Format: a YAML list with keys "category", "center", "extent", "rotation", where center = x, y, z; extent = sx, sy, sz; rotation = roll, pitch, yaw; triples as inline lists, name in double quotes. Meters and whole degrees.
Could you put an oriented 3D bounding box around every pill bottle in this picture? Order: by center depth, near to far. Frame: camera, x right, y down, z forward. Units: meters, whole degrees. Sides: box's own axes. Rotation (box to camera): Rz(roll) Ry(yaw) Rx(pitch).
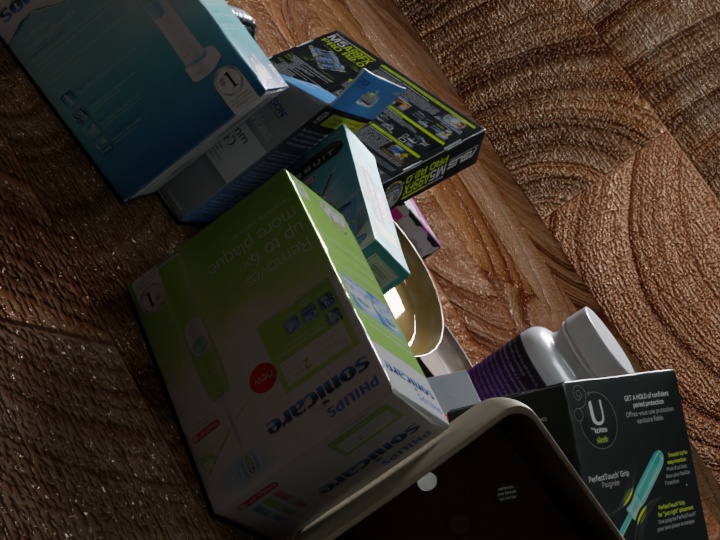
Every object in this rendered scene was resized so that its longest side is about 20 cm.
- category: "pill bottle"
  center: [0.161, 0.125, 1.479]
  extent: [0.111, 0.200, 0.111]
  rotation: [49, 14, -17]

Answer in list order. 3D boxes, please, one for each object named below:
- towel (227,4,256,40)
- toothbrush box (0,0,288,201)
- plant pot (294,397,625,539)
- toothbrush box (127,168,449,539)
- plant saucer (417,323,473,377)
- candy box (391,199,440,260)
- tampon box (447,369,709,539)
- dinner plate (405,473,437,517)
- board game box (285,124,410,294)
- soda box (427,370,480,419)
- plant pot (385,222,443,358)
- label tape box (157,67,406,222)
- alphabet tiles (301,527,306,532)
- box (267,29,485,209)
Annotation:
- category: "towel"
  center: [-0.192, -0.235, 1.335]
  extent: [0.166, 0.086, 0.200]
  rotation: [35, 12, 9]
- category: "toothbrush box"
  center: [-0.178, -0.178, 1.194]
  extent: [0.200, 0.146, 0.085]
  rotation: [52, 13, -2]
- category: "plant pot"
  center: [0.073, 0.201, 1.028]
  extent: [0.200, 0.200, 0.177]
  rotation: [54, 4, -8]
- category: "toothbrush box"
  center: [-0.053, 0.056, 1.032]
  extent: [0.086, 0.146, 0.200]
  rotation: [37, 22, -53]
- category: "plant saucer"
  center: [0.068, 0.083, 1.636]
  extent: [0.200, 0.032, 0.200]
  rotation: [51, 14, -17]
- category: "candy box"
  center: [-0.006, -0.100, 1.576]
  extent: [0.200, 0.061, 0.136]
  rotation: [46, 12, -48]
- category: "tampon box"
  center: [0.177, 0.190, 1.205]
  extent: [0.150, 0.126, 0.200]
  rotation: [-1, 78, -44]
- category: "dinner plate"
  center: [0.044, 0.123, 1.204]
  extent: [0.200, 0.024, 0.200]
  rotation: [62, 10, -19]
- category: "board game box"
  center: [-0.047, -0.017, 1.227]
  extent: [0.047, 0.151, 0.200]
  rotation: [46, 15, -28]
- category: "soda box"
  center: [0.093, 0.184, 1.341]
  extent: [0.063, 0.068, 0.200]
  rotation: [93, -20, -43]
- category: "plant pot"
  center: [0.000, 0.000, 1.406]
  extent: [0.200, 0.027, 0.200]
  rotation: [38, 31, -28]
- category: "label tape box"
  center: [-0.070, -0.122, 1.302]
  extent: [0.066, 0.200, 0.143]
  rotation: [53, 13, 8]
- category: "alphabet tiles"
  center: [-0.023, 0.173, 1.145]
  extent: [0.200, 0.006, 0.166]
  rotation: [55, 13, 3]
- category: "box"
  center: [-0.007, -0.143, 1.447]
  extent: [0.200, 0.044, 0.160]
  rotation: [37, 43, 24]
